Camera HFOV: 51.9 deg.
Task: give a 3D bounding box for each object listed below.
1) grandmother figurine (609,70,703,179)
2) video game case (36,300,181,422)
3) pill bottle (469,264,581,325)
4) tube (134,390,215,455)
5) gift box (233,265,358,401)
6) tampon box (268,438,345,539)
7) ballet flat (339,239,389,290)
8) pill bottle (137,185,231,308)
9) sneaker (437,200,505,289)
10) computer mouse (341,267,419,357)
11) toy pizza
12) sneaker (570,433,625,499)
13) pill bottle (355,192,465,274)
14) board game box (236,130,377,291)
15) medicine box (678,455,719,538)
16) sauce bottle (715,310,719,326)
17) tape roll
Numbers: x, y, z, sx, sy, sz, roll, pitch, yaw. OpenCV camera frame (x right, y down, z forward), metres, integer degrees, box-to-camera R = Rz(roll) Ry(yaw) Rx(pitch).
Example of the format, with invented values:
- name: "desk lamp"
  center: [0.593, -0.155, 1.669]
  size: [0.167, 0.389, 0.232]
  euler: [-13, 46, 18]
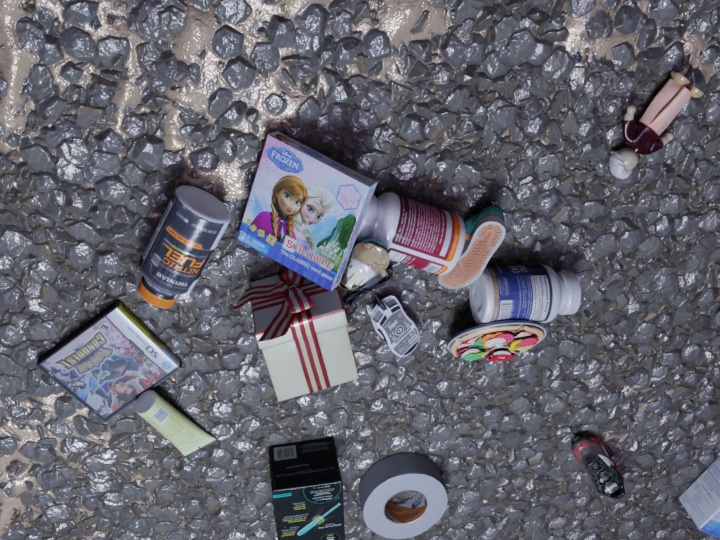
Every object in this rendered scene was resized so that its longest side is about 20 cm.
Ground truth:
- name: "grandmother figurine"
  center: [0.518, -0.256, 1.330]
  size: [0.120, 0.061, 0.202]
  euler: [29, 108, -15]
- name: "video game case"
  center: [-0.470, 0.175, 1.393]
  size: [0.198, 0.026, 0.181]
  euler: [-34, 120, 8]
- name: "pill bottle"
  center: [0.318, 0.046, 1.428]
  size: [0.195, 0.112, 0.113]
  euler: [-2, 120, -10]
- name: "tube"
  center: [-0.372, 0.309, 1.472]
  size: [0.057, 0.053, 0.201]
  euler: [6, 146, 33]
- name: "gift box"
  center: [-0.117, 0.107, 1.334]
  size: [0.196, 0.185, 0.190]
  euler: [-17, 124, -8]
- name: "tampon box"
  center: [-0.114, 0.486, 1.581]
  size: [0.146, 0.127, 0.204]
  euler: [-6, 121, -7]
- name: "ballet flat"
  center: [0.000, 0.000, 1.295]
  size: [0.070, 0.200, 0.066]
  euler: [32, 74, -4]
- name: "pill bottle"
  center: [-0.309, -0.034, 1.260]
  size: [0.105, 0.107, 0.202]
  euler: [24, 113, -22]
- name: "sneaker"
  center: [0.210, -0.046, 1.382]
  size: [0.070, 0.081, 0.201]
  euler: [25, 134, -11]
- name: "computer mouse"
  center: [0.049, 0.088, 1.431]
  size: [0.109, 0.044, 0.202]
  euler: [-40, 123, -13]
- name: "toy pizza"
  center: [0.271, 0.147, 1.461]
  size: [0.195, 0.032, 0.201]
  euler: [-5, 156, -2]
- name: "sneaker"
  center: [0.559, 0.463, 1.721]
  size: [0.070, 0.098, 0.201]
  euler: [-34, 119, 12]
- name: "pill bottle"
  center: [0.078, -0.071, 1.313]
  size: [0.196, 0.114, 0.114]
  euler: [17, 115, -20]
- name: "board game box"
  center: [-0.095, -0.099, 1.248]
  size: [0.197, 0.041, 0.203]
  euler: [27, 115, 12]
- name: "medicine box"
  center: [0.945, 0.570, 1.856]
  size: [0.180, 0.104, 0.202]
  euler: [26, 112, -23]
- name: "sauce bottle"
  center: [0.855, 0.139, 1.618]
  size: [0.197, 0.065, 0.065]
  euler: [26, 112, -21]
- name: "tape roll"
  center: [0.096, 0.512, 1.674]
  size: [0.196, 0.067, 0.204]
  euler: [-5, 119, -8]
